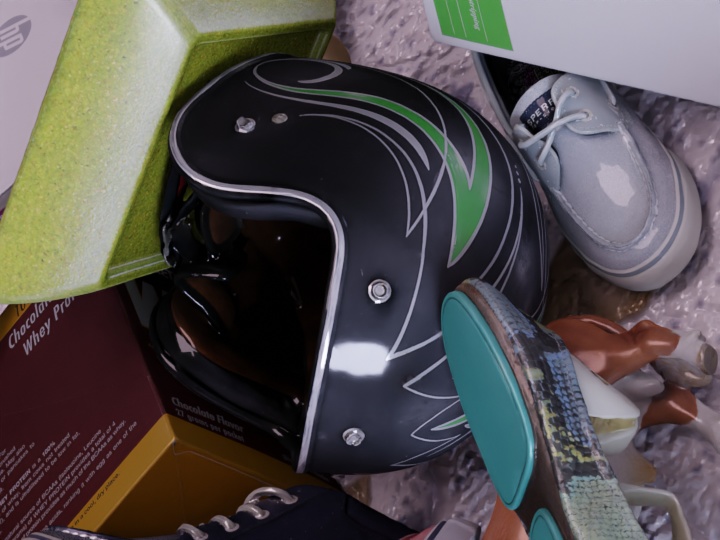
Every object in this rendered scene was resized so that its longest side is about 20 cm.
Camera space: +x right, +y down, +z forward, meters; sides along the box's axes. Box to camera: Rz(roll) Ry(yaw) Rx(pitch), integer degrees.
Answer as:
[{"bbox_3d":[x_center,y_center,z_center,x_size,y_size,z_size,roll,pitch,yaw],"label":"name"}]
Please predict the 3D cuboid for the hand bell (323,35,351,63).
[{"bbox_3d":[-0.030,-0.151,1.076,0.104,0.104,0.201,-32,34,32],"label":"hand bell"}]

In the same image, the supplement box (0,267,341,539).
[{"bbox_3d":[-0.141,0.117,0.977,0.198,0.132,0.200,-49,40,16],"label":"supplement box"}]

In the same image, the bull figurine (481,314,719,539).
[{"bbox_3d":[0.101,0.114,0.767,0.121,0.065,0.202,-2,72,40],"label":"bull figurine"}]

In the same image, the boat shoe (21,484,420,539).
[{"bbox_3d":[-0.065,0.143,0.852,0.075,0.198,0.093,127,163,-67],"label":"boat shoe"}]

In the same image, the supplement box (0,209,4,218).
[{"bbox_3d":[-0.239,-0.045,1.045,0.201,0.103,0.131,-54,12,-22],"label":"supplement box"}]

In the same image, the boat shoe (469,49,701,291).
[{"bbox_3d":[0.102,-0.070,0.869,0.070,0.071,0.202,-45,41,19],"label":"boat shoe"}]

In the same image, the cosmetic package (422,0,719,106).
[{"bbox_3d":[0.123,-0.154,0.818,0.199,0.108,0.085,19,51,39],"label":"cosmetic package"}]

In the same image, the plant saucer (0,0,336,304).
[{"bbox_3d":[-0.088,-0.073,0.884,0.048,0.199,0.201,33,114,19],"label":"plant saucer"}]

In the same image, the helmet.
[{"bbox_3d":[0.000,0.000,0.845,0.190,0.200,0.201,32,92,20],"label":"helmet"}]

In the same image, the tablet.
[{"bbox_3d":[-0.202,-0.110,0.940,0.130,0.014,0.200,-39,46,7],"label":"tablet"}]

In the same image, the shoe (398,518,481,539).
[{"bbox_3d":[-0.007,0.145,0.758,0.090,0.200,0.072,14,99,13],"label":"shoe"}]

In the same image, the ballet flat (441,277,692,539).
[{"bbox_3d":[0.092,0.088,0.706,0.074,0.074,0.201,-36,57,28],"label":"ballet flat"}]
